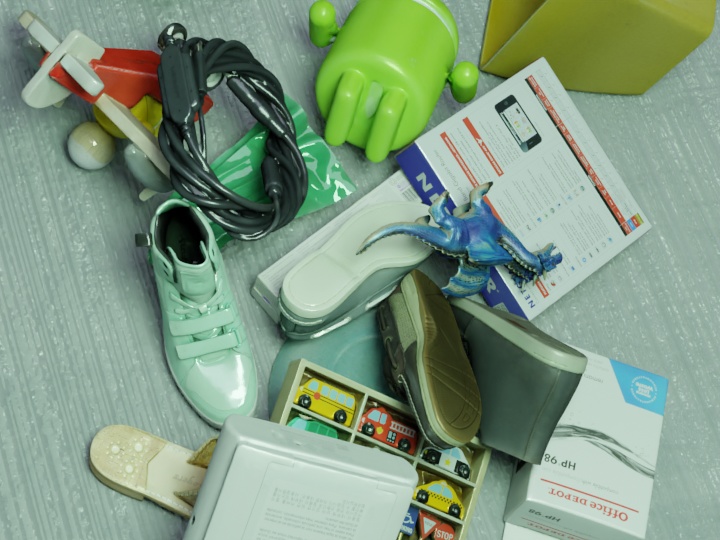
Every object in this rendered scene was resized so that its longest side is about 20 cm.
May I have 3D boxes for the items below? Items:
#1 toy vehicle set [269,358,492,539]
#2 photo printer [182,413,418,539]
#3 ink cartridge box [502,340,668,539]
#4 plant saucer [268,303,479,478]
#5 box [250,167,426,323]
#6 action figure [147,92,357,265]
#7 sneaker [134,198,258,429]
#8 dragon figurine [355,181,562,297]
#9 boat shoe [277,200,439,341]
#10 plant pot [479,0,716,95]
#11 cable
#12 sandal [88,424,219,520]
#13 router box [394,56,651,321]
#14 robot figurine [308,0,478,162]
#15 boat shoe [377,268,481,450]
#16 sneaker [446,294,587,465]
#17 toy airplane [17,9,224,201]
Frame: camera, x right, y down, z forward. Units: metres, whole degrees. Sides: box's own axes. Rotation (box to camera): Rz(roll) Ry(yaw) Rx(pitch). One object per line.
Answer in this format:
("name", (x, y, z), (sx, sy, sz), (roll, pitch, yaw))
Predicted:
("toy vehicle set", (0.009, 0.171, 1.347), (0.199, 0.026, 0.125), (25, 71, -21))
("photo printer", (-0.061, 0.228, 1.263), (0.165, 0.202, 0.070), (15, 15, -16))
("ink cartridge box", (0.200, 0.178, 1.419), (0.115, 0.067, 0.202), (18, 60, -6))
("plant saucer", (0.018, 0.112, 1.418), (0.199, 0.039, 0.203), (6, 62, -12))
("box", (-0.016, -0.027, 1.480), (0.041, 0.039, 0.200), (45, 61, 11))
("action figure", (-0.115, -0.064, 1.464), (0.199, 0.055, 0.118), (-35, 78, -20))
("sneaker", (-0.140, 0.037, 1.352), (0.073, 0.118, 0.202), (-18, 82, -6))
("dragon figurine", (0.096, -0.017, 1.398), (0.199, 0.059, 0.100), (-13, 68, -44))
("boat shoe", (0.000, 0.000, 1.437), (0.073, 0.062, 0.199), (41, 50, 20))
("plant pot", (0.254, -0.293, 1.616), (0.175, 0.200, 0.202), (22, 59, -17))
("cable", (-0.110, -0.111, 1.388), (0.162, 0.051, 0.202), (17, 51, -51))
("sandal", (-0.124, 0.172, 1.329), (0.209, 0.070, 0.078), (17, 61, -5))
("router box", (0.157, -0.076, 1.519), (0.179, 0.049, 0.201), (-33, 91, -27))
("robot figurine", (0.027, -0.196, 1.525), (0.174, 0.116, 0.201), (21, 46, 5))
("boat shoe", (0.054, 0.085, 1.360), (0.073, 0.065, 0.201), (38, 26, -28))
("sneaker", (0.115, 0.092, 1.408), (0.074, 0.200, 0.107), (18, 97, -27))
("toy airplane", (-0.229, -0.150, 1.426), (0.198, 0.142, 0.201), (25, 26, -16))
